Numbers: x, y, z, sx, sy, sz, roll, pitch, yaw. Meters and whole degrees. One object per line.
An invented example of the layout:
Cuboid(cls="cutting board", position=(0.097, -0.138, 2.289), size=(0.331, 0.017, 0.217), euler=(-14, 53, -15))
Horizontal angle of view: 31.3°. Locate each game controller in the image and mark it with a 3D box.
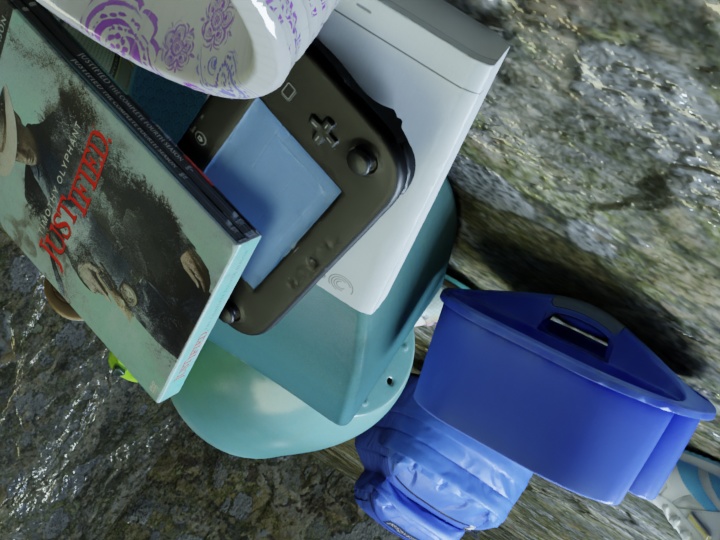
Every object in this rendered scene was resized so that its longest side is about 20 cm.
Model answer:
Cuboid(cls="game controller", position=(-0.049, -0.041, 0.665), size=(0.104, 0.042, 0.200), euler=(41, 140, -3))

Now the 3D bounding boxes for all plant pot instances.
Cuboid(cls="plant pot", position=(-0.019, -0.016, 0.854), size=(0.141, 0.141, 0.200), euler=(33, 157, 6))
Cuboid(cls="plant pot", position=(-0.048, 0.064, 1.103), size=(0.201, 0.201, 0.161), euler=(40, 156, -24))

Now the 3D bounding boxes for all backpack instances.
Cuboid(cls="backpack", position=(0.089, 0.200, 1.320), size=(0.162, 0.168, 0.200), euler=(30, 165, -9))

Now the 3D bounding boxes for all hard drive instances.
Cuboid(cls="hard drive", position=(-0.017, -0.073, 0.663), size=(0.132, 0.027, 0.200), euler=(33, 141, 7))

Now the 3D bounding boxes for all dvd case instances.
Cuboid(cls="dvd case", position=(-0.150, -0.039, 0.723), size=(0.200, 0.022, 0.146), euler=(47, 134, 15))

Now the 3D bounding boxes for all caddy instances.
Cuboid(cls="caddy", position=(0.134, 0.071, 0.854), size=(0.200, 0.105, 0.141), euler=(26, -172, 32))

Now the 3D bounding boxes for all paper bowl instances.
Cuboid(cls="paper bowl", position=(-0.088, -0.167, 0.505), size=(0.201, 0.104, 0.201), euler=(31, 165, 9))

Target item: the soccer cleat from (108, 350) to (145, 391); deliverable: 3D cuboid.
Cuboid(cls="soccer cleat", position=(-0.128, 0.023, 1.021), size=(0.200, 0.081, 0.068), euler=(-31, 128, 30))

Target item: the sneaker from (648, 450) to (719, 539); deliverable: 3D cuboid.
Cuboid(cls="sneaker", position=(0.282, 0.203, 1.012), size=(0.200, 0.081, 0.077), euler=(25, 167, 41))

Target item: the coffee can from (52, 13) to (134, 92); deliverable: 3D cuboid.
Cuboid(cls="coffee can", position=(-0.229, -0.139, 0.891), size=(0.146, 0.146, 0.200), euler=(29, 167, 22))

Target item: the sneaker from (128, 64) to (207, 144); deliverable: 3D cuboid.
Cuboid(cls="sneaker", position=(-0.112, -0.052, 0.831), size=(0.079, 0.200, 0.131), euler=(20, 177, 15))

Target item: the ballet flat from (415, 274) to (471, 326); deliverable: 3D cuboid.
Cuboid(cls="ballet flat", position=(0.000, 0.000, 0.998), size=(0.200, 0.071, 0.069), euler=(34, 169, 1))

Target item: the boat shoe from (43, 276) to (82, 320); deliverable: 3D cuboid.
Cuboid(cls="boat shoe", position=(-0.160, -0.027, 1.027), size=(0.072, 0.200, 0.065), euler=(52, 170, 0))
